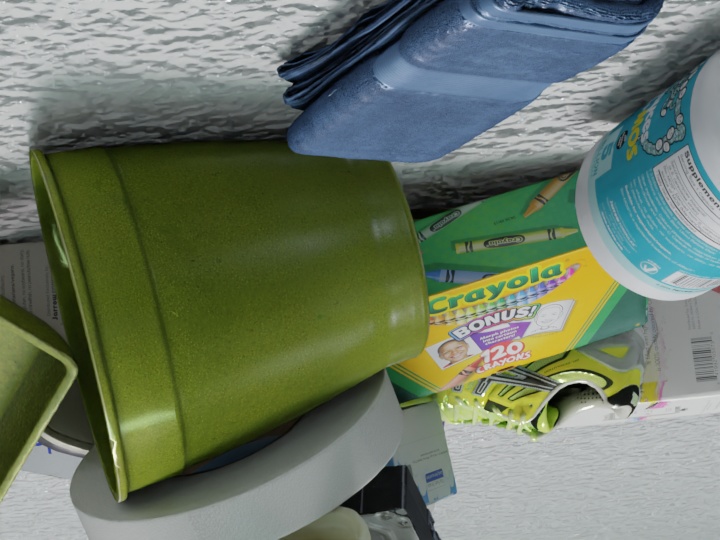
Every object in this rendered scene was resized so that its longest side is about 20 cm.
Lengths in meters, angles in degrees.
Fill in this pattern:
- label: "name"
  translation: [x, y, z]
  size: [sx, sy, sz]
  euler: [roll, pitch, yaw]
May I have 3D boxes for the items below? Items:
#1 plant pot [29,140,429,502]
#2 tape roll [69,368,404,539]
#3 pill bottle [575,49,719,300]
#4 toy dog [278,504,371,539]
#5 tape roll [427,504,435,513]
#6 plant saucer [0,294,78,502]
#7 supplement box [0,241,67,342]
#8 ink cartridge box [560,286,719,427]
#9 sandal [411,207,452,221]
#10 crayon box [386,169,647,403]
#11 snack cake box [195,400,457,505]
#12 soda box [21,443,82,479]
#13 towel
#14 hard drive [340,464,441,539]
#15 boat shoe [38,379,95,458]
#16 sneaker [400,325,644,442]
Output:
- label: "plant pot"
  translation: [-0.069, 0.009, 1.135]
  size: [0.192, 0.201, 0.200]
  euler: [-14, 165, -11]
- label: "tape roll"
  translation: [-0.072, 0.106, 1.184]
  size: [0.202, 0.037, 0.203]
  euler: [-19, -162, 6]
- label: "pill bottle"
  translation: [0.208, -0.061, 1.099]
  size: [0.110, 0.111, 0.200]
  euler: [1, 162, -23]
- label: "toy dog"
  translation: [-0.023, 0.240, 1.190]
  size: [0.193, 0.140, 0.200]
  euler: [0, 150, 40]
- label: "tape roll"
  translation: [-0.026, 0.124, 1.491]
  size: [0.071, 0.203, 0.202]
  euler: [-19, 160, 36]
- label: "plant saucer"
  translation: [-0.280, 0.053, 1.211]
  size: [0.200, 0.048, 0.200]
  euler: [31, 128, -5]
- label: "supplement box"
  translation: [-0.226, 0.034, 1.331]
  size: [0.199, 0.074, 0.126]
  euler: [-5, 163, -3]
- label: "ink cartridge box"
  translation: [0.190, 0.047, 1.457]
  size: [0.199, 0.117, 0.068]
  euler: [-5, 164, 0]
- label: "sandal"
  translation: [0.000, 0.000, 1.332]
  size: [0.199, 0.055, 0.082]
  euler: [-8, 164, 8]
- label: "crayon box"
  translation: [0.080, 0.012, 1.280]
  size: [0.199, 0.058, 0.119]
  euler: [-17, 147, -3]
- label: "snack cake box"
  translation: [-0.050, 0.140, 1.327]
  size: [0.199, 0.067, 0.115]
  euler: [-13, 177, 20]
- label: "soda box"
  translation: [-0.224, 0.100, 1.432]
  size: [0.199, 0.063, 0.068]
  euler: [8, 125, 19]
- label: "towel"
  translation: [0.050, -0.109, 0.991]
  size: [0.111, 0.049, 0.200]
  euler: [4, 160, -32]
- label: "hard drive"
  translation: [-0.050, 0.181, 1.256]
  size: [0.199, 0.038, 0.140]
  euler: [-8, 142, 12]
- label: "boat shoe"
  translation: [-0.147, 0.096, 1.312]
  size: [0.063, 0.073, 0.200]
  euler: [-31, 162, 38]
- label: "sneaker"
  translation: [0.094, 0.075, 1.356]
  size: [0.199, 0.077, 0.075]
  euler: [-15, 145, 18]
